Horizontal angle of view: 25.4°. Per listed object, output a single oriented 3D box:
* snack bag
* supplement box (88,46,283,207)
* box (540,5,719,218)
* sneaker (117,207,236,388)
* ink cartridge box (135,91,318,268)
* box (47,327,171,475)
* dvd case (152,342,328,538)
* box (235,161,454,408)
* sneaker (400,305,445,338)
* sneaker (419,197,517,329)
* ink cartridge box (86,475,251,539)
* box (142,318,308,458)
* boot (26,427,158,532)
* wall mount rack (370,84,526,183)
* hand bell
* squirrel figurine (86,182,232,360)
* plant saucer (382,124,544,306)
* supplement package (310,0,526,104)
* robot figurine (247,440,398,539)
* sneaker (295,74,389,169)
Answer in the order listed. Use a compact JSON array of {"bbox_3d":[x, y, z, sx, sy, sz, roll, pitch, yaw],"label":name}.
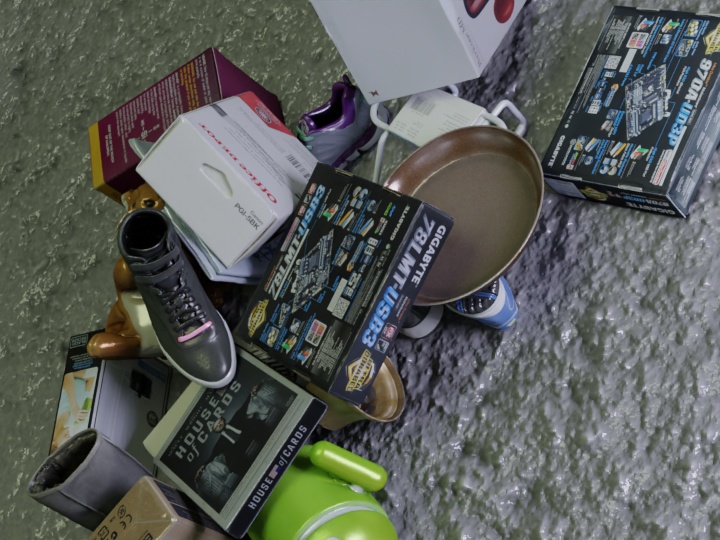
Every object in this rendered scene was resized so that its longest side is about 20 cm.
[{"bbox_3d":[-0.151,-0.060,1.709,0.021,0.188,0.200,-45,67,21],"label":"snack bag"},{"bbox_3d":[-0.205,-0.152,1.891,0.200,0.131,0.103,-30,50,23],"label":"supplement box"},{"bbox_3d":[0.281,-0.159,1.555,0.159,0.046,0.200,14,74,43],"label":"box"},{"bbox_3d":[-0.189,0.024,1.591,0.071,0.099,0.200,-28,71,-5],"label":"sneaker"},{"bbox_3d":[-0.127,-0.099,1.677,0.147,0.200,0.083,47,112,3],"label":"ink cartridge box"},{"bbox_3d":[-0.277,0.179,1.757,0.060,0.117,0.200,-13,55,31],"label":"box"},{"bbox_3d":[-0.122,0.161,1.558,0.150,0.025,0.200,-57,31,-5],"label":"dvd case"},{"bbox_3d":[-0.021,0.008,1.541,0.198,0.050,0.200,24,88,57],"label":"box"},{"bbox_3d":[0.000,0.000,1.655,0.200,0.090,0.067,32,85,46],"label":"sneaker"},{"bbox_3d":[0.085,-0.004,1.596,0.076,0.077,0.200,-44,46,6],"label":"sneaker"},{"bbox_3d":[-0.213,0.317,1.580,0.200,0.165,0.075,-50,50,4],"label":"ink cartridge box"},{"bbox_3d":[-0.132,0.136,1.687,0.200,0.082,0.068,-52,46,3],"label":"box"},{"bbox_3d":[-0.260,0.263,1.627,0.182,0.200,0.073,-49,46,7],"label":"boot"},{"bbox_3d":[0.078,-0.117,1.682,0.174,0.075,0.200,-53,44,-5],"label":"wall mount rack"},{"bbox_3d":[-0.060,0.155,1.629,0.200,0.104,0.104,-38,45,32],"label":"hand bell"},{"bbox_3d":[-0.213,0.000,1.754,0.141,0.200,0.187,-8,83,10],"label":"squirrel figurine"},{"bbox_3d":[0.093,-0.048,1.542,0.200,0.032,0.201,-19,51,25],"label":"plant saucer"},{"bbox_3d":[0.061,-0.319,1.686,0.147,0.191,0.200,-9,34,36],"label":"supplement package"},{"bbox_3d":[-0.039,0.245,1.516,0.176,0.116,0.200,-60,41,14],"label":"robot figurine"},{"bbox_3d":[-0.063,-0.132,1.790,0.200,0.088,0.074,-48,44,4],"label":"sneaker"}]
